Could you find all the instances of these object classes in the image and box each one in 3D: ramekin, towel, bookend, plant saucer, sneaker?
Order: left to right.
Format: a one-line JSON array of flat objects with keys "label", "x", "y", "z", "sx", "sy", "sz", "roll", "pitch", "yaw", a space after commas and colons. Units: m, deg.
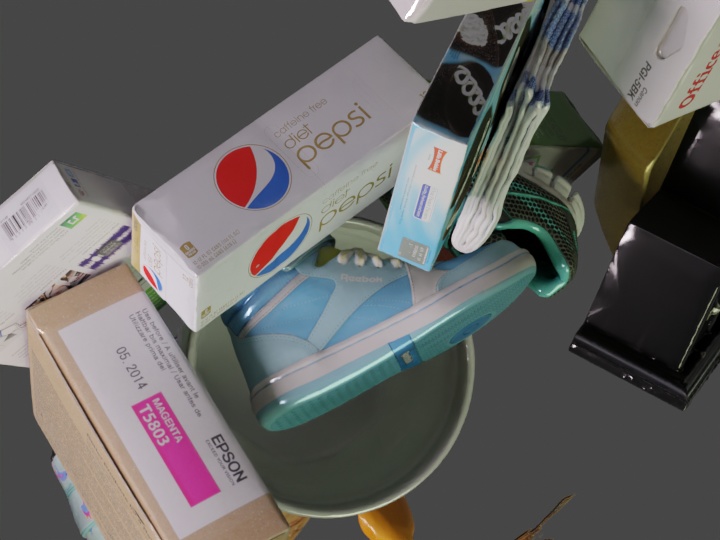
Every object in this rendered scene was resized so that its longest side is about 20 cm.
[{"label": "ramekin", "x": -0.032, "y": 0.062, "z": 1.426, "sx": 0.199, "sy": 0.201, "sz": 0.105, "roll": -28, "pitch": -171, "yaw": -13}, {"label": "sneaker", "x": 0.000, "y": 0.000, "z": 1.317, "sx": 0.199, "sy": 0.131, "sz": 0.080, "roll": -27, "pitch": 163, "yaw": -9}, {"label": "sneaker", "x": 0.065, "y": -0.046, "z": 1.370, "sx": 0.199, "sy": 0.091, "sz": 0.078, "roll": 22, "pitch": 123, "yaw": -19}, {"label": "towel", "x": 0.111, "y": -0.117, "z": 1.300, "sx": 0.147, "sy": 0.024, "sz": 0.200, "roll": 112, "pitch": 4, "yaw": -48}, {"label": "plant saucer", "x": 0.226, "y": -0.121, "z": 1.528, "sx": 0.201, "sy": 0.048, "sz": 0.200, "roll": -58, "pitch": 168, "yaw": -17}, {"label": "bookend", "x": 0.248, "y": -0.038, "z": 1.471, "sx": 0.199, "sy": 0.092, "sz": 0.201, "roll": -37, "pitch": 151, "yaw": -62}]

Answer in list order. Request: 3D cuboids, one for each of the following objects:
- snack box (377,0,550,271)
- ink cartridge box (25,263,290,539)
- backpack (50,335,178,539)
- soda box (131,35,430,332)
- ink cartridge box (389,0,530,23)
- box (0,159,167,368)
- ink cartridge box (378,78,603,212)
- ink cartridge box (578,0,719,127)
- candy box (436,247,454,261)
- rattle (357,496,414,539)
[{"label": "snack box", "x": 0.069, "y": -0.110, "z": 1.233, "sx": 0.116, "sy": 0.037, "sz": 0.201, "roll": 105, "pitch": 9, "yaw": -53}, {"label": "ink cartridge box", "x": -0.128, "y": 0.121, "z": 1.301, "sx": 0.075, "sy": 0.200, "sz": 0.165, "roll": -26, "pitch": 161, "yaw": -19}, {"label": "backpack", "x": -0.124, "y": 0.126, "z": 1.537, "sx": 0.199, "sy": 0.127, "sz": 0.167, "roll": -28, "pitch": 164, "yaw": -6}, {"label": "soda box", "x": -0.044, "y": -0.054, "z": 1.271, "sx": 0.200, "sy": 0.064, "sz": 0.068, "roll": -38, "pitch": 160, "yaw": -24}, {"label": "ink cartridge box", "x": 0.086, "y": -0.227, "z": 0.990, "sx": 0.199, "sy": 0.148, "sz": 0.145, "roll": -18, "pitch": 155, "yaw": -39}, {"label": "box", "x": -0.179, "y": 0.003, "z": 1.295, "sx": 0.144, "sy": 0.036, "sz": 0.200, "roll": -39, "pitch": 159, "yaw": 15}, {"label": "ink cartridge box", "x": 0.076, "y": -0.075, "z": 1.471, "sx": 0.104, "sy": 0.059, "sz": 0.200, "roll": -43, "pitch": 159, "yaw": 27}, {"label": "ink cartridge box", "x": 0.251, "y": -0.188, "z": 1.305, "sx": 0.199, "sy": 0.083, "sz": 0.147, "roll": -22, "pitch": 155, "yaw": -31}, {"label": "candy box", "x": 0.025, "y": 0.030, "z": 1.647, "sx": 0.115, "sy": 0.055, "sz": 0.200, "roll": -27, "pitch": 160, "yaw": -16}, {"label": "rattle", "x": -0.051, "y": 0.190, "z": 1.704, "sx": 0.199, "sy": 0.144, "sz": 0.130, "roll": -24, "pitch": 167, "yaw": 19}]
